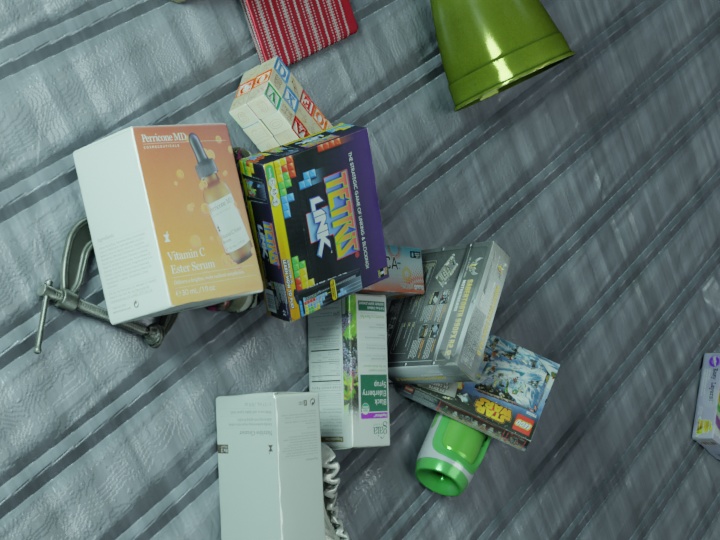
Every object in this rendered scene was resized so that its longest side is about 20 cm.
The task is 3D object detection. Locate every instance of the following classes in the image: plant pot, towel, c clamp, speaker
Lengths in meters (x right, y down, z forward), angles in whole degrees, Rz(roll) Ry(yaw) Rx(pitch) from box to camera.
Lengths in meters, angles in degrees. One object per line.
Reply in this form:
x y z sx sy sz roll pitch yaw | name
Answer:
0.194 -0.370 1.880 0.200 0.200 0.194 -27 93 -46 | plant pot
-0.085 -0.360 1.673 0.200 0.022 0.146 -34 113 -43 | towel
-0.280 0.031 1.408 0.199 0.027 0.172 20 64 -45 | c clamp
0.149 0.225 1.817 0.089 0.088 0.201 50 52 -32 | speaker

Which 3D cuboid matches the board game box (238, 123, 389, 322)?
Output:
-0.053 -0.060 1.525 0.165 0.057 0.201 -24 115 -34 | board game box

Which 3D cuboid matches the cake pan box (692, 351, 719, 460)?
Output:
0.738 0.285 2.496 0.200 0.052 0.185 36 62 -40 | cake pan box

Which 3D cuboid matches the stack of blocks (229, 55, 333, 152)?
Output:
-0.082 -0.159 1.600 0.200 0.058 0.116 51 32 -31 | stack of blocks

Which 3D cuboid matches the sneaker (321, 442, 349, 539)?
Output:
-0.063 0.325 1.588 0.081 0.075 0.202 -12 92 -34 | sneaker

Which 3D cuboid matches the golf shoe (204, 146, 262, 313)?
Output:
-0.151 -0.049 1.529 0.092 0.072 0.202 6 91 -54 | golf shoe

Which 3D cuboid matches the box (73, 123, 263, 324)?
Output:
-0.215 -0.055 1.406 0.152 0.106 0.201 -12 88 -51 | box

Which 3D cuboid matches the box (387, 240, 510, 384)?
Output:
0.112 0.060 1.741 0.048 0.158 0.201 41 56 -37 | box

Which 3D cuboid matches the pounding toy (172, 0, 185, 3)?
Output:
-0.228 -0.444 1.432 0.183 0.142 0.202 12 77 -47 | pounding toy

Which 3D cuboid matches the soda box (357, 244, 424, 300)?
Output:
0.000 0.000 1.691 0.199 0.063 0.069 6 77 -48 | soda box

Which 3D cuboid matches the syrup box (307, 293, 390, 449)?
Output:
-0.015 0.134 1.646 0.078 0.081 0.202 5 80 -48 | syrup box

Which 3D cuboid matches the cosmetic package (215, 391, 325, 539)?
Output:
-0.109 0.249 1.507 0.081 0.112 0.202 4 80 -47 | cosmetic package

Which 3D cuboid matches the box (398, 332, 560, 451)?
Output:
0.171 0.156 1.790 0.040 0.199 0.137 105 11 -57 | box
